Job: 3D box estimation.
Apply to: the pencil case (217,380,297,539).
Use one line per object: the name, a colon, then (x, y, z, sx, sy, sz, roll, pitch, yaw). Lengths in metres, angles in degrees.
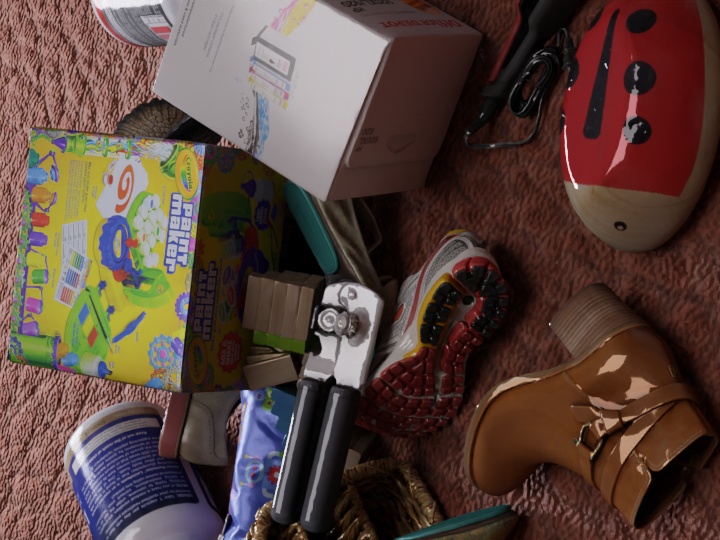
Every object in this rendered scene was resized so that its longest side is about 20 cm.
pencil case: (-0.072, 0.164, 1.696, 0.078, 0.086, 0.202, 59, -143, -85)

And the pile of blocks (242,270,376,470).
pile of blocks: (-0.044, 0.089, 1.640, 0.082, 0.062, 0.201, -12, 102, 21)

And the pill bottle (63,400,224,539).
pill bottle: (-0.191, 0.226, 1.816, 0.116, 0.115, 0.200, -59, 42, 28)

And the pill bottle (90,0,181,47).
pill bottle: (-0.162, -0.270, 1.864, 0.199, 0.115, 0.117, 7, 89, 53)

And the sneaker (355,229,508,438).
sneaker: (0.056, 0.054, 1.567, 0.200, 0.077, 0.082, -57, 23, 31)

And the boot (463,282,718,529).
boot: (0.159, 0.128, 1.405, 0.155, 0.073, 0.201, 56, 129, 37)

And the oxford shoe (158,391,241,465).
oxford shoe: (-0.124, 0.082, 1.809, 0.070, 0.074, 0.201, 95, -170, -81)

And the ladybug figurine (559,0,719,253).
ladybug figurine: (0.192, -0.114, 1.400, 0.135, 0.072, 0.202, 8, 90, 54)

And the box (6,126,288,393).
box: (-0.178, -0.010, 1.659, 0.192, 0.122, 0.202, 8, 93, 33)

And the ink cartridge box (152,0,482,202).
ink cartridge box: (-0.034, -0.168, 1.600, 0.199, 0.147, 0.145, 33, 114, 26)

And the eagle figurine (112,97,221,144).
eagle figurine: (-0.177, -0.089, 1.831, 0.151, 0.151, 0.202, 7, 84, 14)

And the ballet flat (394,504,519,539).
ballet flat: (0.027, 0.228, 1.493, 0.071, 0.199, 0.071, 168, 90, -85)

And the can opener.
can opener: (-0.021, 0.106, 1.556, 0.052, 0.066, 0.201, 11, 83, 23)

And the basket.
basket: (-0.010, 0.258, 1.547, 0.149, 0.142, 0.201, -55, 45, 32)

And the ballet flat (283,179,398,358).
ballet flat: (0.000, 0.000, 1.638, 0.067, 0.062, 0.201, -11, 101, 60)

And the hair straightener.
hair straightener: (0.134, -0.170, 1.513, 0.201, 0.041, 0.077, -60, 42, 27)

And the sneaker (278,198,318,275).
sneaker: (-0.065, -0.023, 1.722, 0.079, 0.075, 0.201, 55, 130, 49)
